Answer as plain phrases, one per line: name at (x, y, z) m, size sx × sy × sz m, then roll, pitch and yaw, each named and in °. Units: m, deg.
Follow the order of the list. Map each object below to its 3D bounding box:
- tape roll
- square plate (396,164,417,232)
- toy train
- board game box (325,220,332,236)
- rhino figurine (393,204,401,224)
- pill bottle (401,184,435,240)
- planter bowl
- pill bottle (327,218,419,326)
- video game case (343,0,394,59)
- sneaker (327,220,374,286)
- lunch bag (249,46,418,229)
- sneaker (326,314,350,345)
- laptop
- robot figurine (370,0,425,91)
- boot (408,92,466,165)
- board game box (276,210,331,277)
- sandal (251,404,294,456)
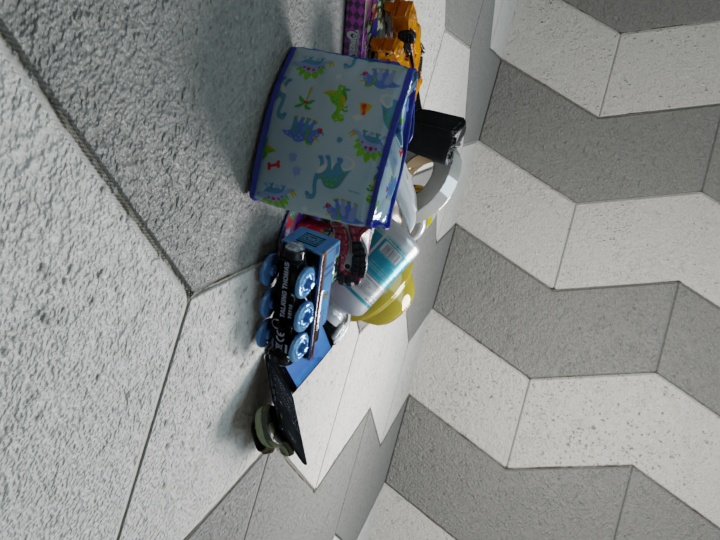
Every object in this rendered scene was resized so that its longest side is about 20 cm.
tape roll at (0.125, -0.194, 1.507) m, size 0.037 × 0.202 × 0.205 m, roll 32°, pitch 69°, yaw -37°
square plate at (0.064, -0.188, 1.286) m, size 0.198 × 0.028 × 0.202 m, roll -78°, pitch 148°, yaw -70°
toy train at (-0.089, 0.041, 1.024) m, size 0.114 × 0.086 × 0.202 m, roll -39°, pitch 143°, yaw -53°
board game box at (-0.028, -0.126, 1.257) m, size 0.105 × 0.023 × 0.202 m, roll 32°, pitch 73°, yaw -80°
rhino figurine at (0.043, -0.118, 1.442) m, size 0.201 × 0.087 × 0.060 m, roll 85°, pitch 24°, yaw -57°
pill bottle at (0.125, -0.144, 1.726) m, size 0.200 × 0.108 × 0.110 m, roll -48°, pitch 151°, yaw -65°
planter bowl at (0.047, 0.048, 1.412) m, size 0.200 × 0.084 × 0.201 m, roll -40°, pitch -165°, yaw 13°
pill bottle at (0.000, 0.000, 1.228) m, size 0.200 × 0.111 × 0.111 m, roll -47°, pitch 165°, yaw -1°
video game case at (0.019, -0.388, 1.141) m, size 0.182 × 0.035 × 0.202 m, roll -57°, pitch 159°, yaw -50°
sneaker at (-0.015, -0.079, 1.101) m, size 0.075 × 0.080 × 0.202 m, roll -79°, pitch 180°, yaw -60°
lunch bag at (-0.028, -0.166, 0.886) m, size 0.127 × 0.168 × 0.202 m, roll -18°, pitch 120°, yaw -75°
sneaker at (-0.049, 0.041, 1.311) m, size 0.201 × 0.069 × 0.090 m, roll -63°, pitch 142°, yaw -28°
laptop at (-0.083, 0.182, 1.152) m, size 0.178 × 0.102 × 0.202 m, roll 74°, pitch 0°, yaw -57°
robot figurine at (0.065, -0.343, 1.178) m, size 0.200 × 0.058 × 0.146 m, roll 69°, pitch 39°, yaw -68°
boot at (0.135, -0.313, 1.438) m, size 0.077 × 0.166 × 0.202 m, roll 76°, pitch 31°, yaw -66°
board game box at (-0.079, -0.034, 1.112) m, size 0.201 × 0.039 × 0.159 m, roll 85°, pitch 23°, yaw -56°
sandal at (-0.147, 0.252, 1.117) m, size 0.201 × 0.057 × 0.081 m, roll 73°, pitch -2°, yaw -69°
